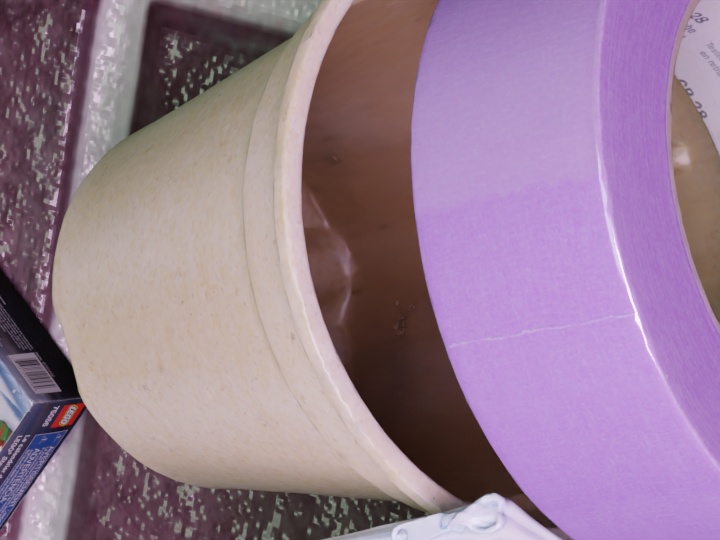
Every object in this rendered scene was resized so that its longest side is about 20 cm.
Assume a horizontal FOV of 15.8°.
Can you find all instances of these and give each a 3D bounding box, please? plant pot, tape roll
[{"bbox_3d":[0.000,0.000,0.860,0.183,0.200,0.201,-14,83,50],"label":"plant pot"},{"bbox_3d":[0.101,-0.016,0.753,0.066,0.200,0.200,-12,85,39],"label":"tape roll"}]

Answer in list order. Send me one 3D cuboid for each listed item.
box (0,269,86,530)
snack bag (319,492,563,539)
[{"bbox_3d":[-0.210,0.031,1.112,0.200,0.040,0.137,51,120,25],"label":"box"},{"bbox_3d":[0.031,0.121,0.831,0.188,0.200,0.021,-16,55,40],"label":"snack bag"}]
